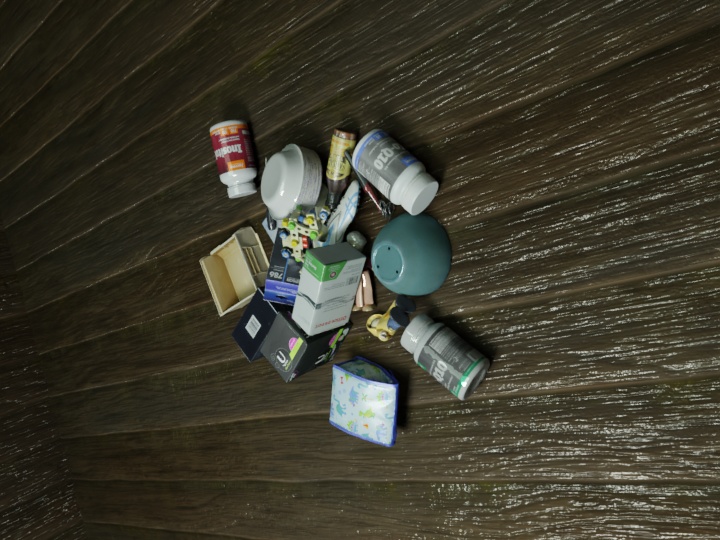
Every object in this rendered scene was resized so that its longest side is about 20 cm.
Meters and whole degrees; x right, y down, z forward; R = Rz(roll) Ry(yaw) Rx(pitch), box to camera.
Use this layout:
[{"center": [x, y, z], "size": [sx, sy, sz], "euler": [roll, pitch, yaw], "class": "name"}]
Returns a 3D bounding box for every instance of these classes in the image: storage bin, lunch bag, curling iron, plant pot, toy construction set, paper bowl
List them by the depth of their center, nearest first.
[{"center": [0.100, -0.030, 1.466], "size": [0.196, 0.133, 0.207], "euler": [9, 105, 36], "class": "plant pot"}, {"center": [0.021, -0.215, 1.534], "size": [0.202, 0.025, 0.049], "euler": [55, 141, 1], "class": "curling iron"}, {"center": [-0.141, -0.074, 1.573], "size": [0.127, 0.093, 0.205], "euler": [8, 120, 8], "class": "toy construction set"}, {"center": [0.022, 0.341, 1.615], "size": [0.197, 0.125, 0.176], "euler": [17, 110, 44], "class": "lunch bag"}, {"center": [-0.191, -0.229, 1.628], "size": [0.198, 0.102, 0.207], "euler": [-19, 66, 50], "class": "paper bowl"}, {"center": [-0.374, 0.001, 1.876], "size": [0.198, 0.093, 0.203], "euler": [-29, 82, 39], "class": "storage bin"}]

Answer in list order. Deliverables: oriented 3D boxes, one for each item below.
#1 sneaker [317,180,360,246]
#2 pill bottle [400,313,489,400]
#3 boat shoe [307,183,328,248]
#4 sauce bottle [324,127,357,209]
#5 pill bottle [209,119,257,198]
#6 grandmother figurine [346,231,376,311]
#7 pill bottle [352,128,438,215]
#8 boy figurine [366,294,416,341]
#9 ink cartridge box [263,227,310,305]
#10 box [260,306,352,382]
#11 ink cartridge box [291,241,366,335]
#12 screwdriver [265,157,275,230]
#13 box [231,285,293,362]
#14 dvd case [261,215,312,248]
[{"center": [-0.052, -0.139, 1.583], "size": [0.071, 0.072, 0.204], "euler": [22, 107, -10], "class": "sneaker"}, {"center": [0.196, 0.198, 1.454], "size": [0.199, 0.112, 0.115], "euler": [38, 120, 26], "class": "pill bottle"}, {"center": [-0.113, -0.131, 1.655], "size": [0.062, 0.070, 0.207], "euler": [1, 98, 56], "class": "boat shoe"}, {"center": [-0.054, -0.258, 1.584], "size": [0.065, 0.065, 0.206], "euler": [23, 113, 32], "class": "sauce bottle"}, {"center": [-0.360, -0.320, 1.782], "size": [0.111, 0.112, 0.206], "euler": [-10, 94, 39], "class": "pill bottle"}, {"center": [0.000, 0.000, 1.603], "size": [0.118, 0.060, 0.207], "euler": [-4, 100, 29], "class": "grandmother figurine"}, {"center": [0.082, -0.229, 1.450], "size": [0.200, 0.113, 0.115], "euler": [43, 123, 22], "class": "pill bottle"}, {"center": [0.074, 0.118, 1.541], "size": [0.064, 0.126, 0.200], "euler": [32, 158, -9], "class": "boy figurine"}, {"center": [-0.193, -0.012, 1.645], "size": [0.039, 0.096, 0.205], "euler": [105, 174, -65], "class": "ink cartridge box"}, {"center": [-0.145, 0.181, 1.664], "size": [0.124, 0.198, 0.150], "euler": [43, 122, 22], "class": "box"}, {"center": [-0.081, 0.045, 1.557], "size": [0.083, 0.144, 0.205], "euler": [36, 123, 35], "class": "ink cartridge box"}, {"center": [-0.263, -0.216, 1.756], "size": [0.028, 0.028, 0.207], "euler": [-6, 99, 9], "class": "screwdriver"}, {"center": [-0.235, 0.133, 1.738], "size": [0.104, 0.180, 0.202], "euler": [47, 125, 18], "class": "box"}, {"center": [-0.197, -0.102, 1.760], "size": [0.143, 0.017, 0.203], "euler": [-44, 72, 37], "class": "dvd case"}]
